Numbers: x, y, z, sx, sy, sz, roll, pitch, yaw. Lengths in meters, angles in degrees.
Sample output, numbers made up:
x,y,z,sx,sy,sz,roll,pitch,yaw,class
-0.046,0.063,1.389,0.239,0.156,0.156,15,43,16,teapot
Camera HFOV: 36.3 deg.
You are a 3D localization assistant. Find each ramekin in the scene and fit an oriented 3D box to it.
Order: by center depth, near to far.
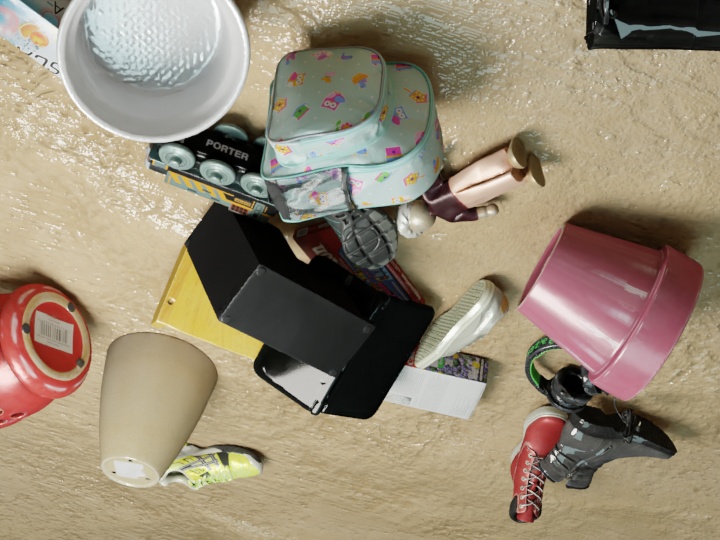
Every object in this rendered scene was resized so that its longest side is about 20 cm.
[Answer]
x,y,z,sx,sy,sz,roll,pitch,yaw,class
-0.222,-0.248,1.180,0.199,0.098,0.201,-6,123,-10,ramekin

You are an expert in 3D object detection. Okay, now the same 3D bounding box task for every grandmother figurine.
x,y,z,sx,sy,sz,roll,pitch,yaw,class
0.123,-0.097,1.368,0.200,0.061,0.121,-28,119,33,grandmother figurine

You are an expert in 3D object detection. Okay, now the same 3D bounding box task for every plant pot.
x,y,z,sx,sy,sz,roll,pitch,yaw,class
0.306,0.037,1.398,0.178,0.200,0.200,28,140,3,plant pot
-0.525,0.129,1.664,0.182,0.201,0.201,-18,133,27,plant pot
-0.342,0.235,1.749,0.186,0.201,0.188,6,140,5,plant pot

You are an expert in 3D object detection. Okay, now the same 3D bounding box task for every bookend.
x,y,z,sx,sy,sz,roll,pitch,yaw,class
-0.110,0.017,1.451,0.198,0.200,0.092,30,106,-35,bookend

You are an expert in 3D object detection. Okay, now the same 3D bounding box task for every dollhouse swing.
x,y,z,sx,sy,sz,roll,pitch,yaw,class
-0.191,0.046,1.623,0.199,0.176,0.182,22,98,-14,dollhouse swing

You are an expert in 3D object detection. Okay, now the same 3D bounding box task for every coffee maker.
x,y,z,sx,sy,sz,roll,pitch,yaw,class
0.317,-0.256,1.032,0.199,0.192,0.135,2,124,7,coffee maker

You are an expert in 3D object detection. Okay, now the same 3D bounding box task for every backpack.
x,y,z,sx,sy,sz,roll,pitch,yaw,class
-0.007,-0.159,1.230,0.199,0.176,0.154,-1,144,7,backpack

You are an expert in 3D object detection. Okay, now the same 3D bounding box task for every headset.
x,y,z,sx,sy,sz,roll,pitch,yaw,class
0.330,0.174,1.616,0.200,0.094,0.123,34,135,-17,headset

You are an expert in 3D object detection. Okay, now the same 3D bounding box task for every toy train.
x,y,z,sx,sy,sz,roll,pitch,yaw,class
-0.177,-0.129,1.378,0.199,0.086,0.114,19,149,-10,toy train

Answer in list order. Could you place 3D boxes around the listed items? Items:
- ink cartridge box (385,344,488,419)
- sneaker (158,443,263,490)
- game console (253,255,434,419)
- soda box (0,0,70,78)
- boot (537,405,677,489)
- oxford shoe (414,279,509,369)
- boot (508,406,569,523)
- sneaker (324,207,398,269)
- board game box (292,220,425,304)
x,y,z,sx,sy,sz,roll,pitch,yaw,class
0.087,0.162,1.690,0.199,0.051,0.109,13,141,-2,ink cartridge box
-0.273,0.362,1.983,0.199,0.077,0.076,-1,138,11,sneaker
-0.024,0.098,1.557,0.175,0.116,0.201,33,105,11,game console
-0.330,-0.264,1.254,0.200,0.069,0.063,36,134,-29,soda box
0.383,0.287,1.717,0.199,0.070,0.132,18,116,-16,boot
0.143,0.087,1.571,0.058,0.075,0.200,27,133,-18,oxford shoe
0.285,0.320,1.761,0.072,0.145,0.200,13,139,0,boot
-0.015,-0.084,1.398,0.075,0.079,0.200,-31,128,6,sneaker
0.000,0.000,1.538,0.103,0.020,0.200,-14,134,28,board game box
